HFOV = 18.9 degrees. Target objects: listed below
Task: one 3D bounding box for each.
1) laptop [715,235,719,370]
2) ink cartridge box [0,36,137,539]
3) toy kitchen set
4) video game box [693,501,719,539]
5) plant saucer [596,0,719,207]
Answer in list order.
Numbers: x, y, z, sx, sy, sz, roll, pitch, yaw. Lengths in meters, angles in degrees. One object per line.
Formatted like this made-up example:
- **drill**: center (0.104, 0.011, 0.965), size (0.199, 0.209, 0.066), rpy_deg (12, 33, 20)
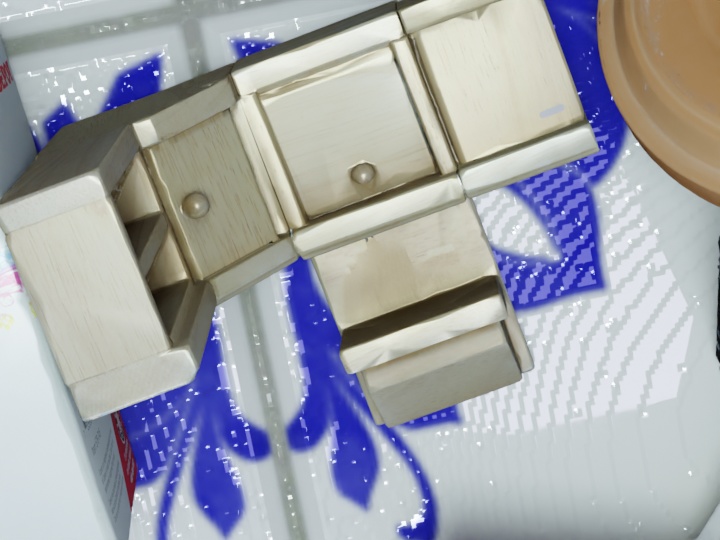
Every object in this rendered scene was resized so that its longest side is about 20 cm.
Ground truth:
- **laptop**: center (0.241, 0.038, 0.862), size (0.177, 0.200, 0.103), rpy_deg (-18, 64, 0)
- **ink cartridge box**: center (-0.181, 0.022, 0.814), size (0.145, 0.145, 0.200), rpy_deg (-16, 100, 0)
- **toy kitchen set**: center (0.000, 0.000, 0.802), size (0.200, 0.180, 0.163), rpy_deg (-20, 102, 5)
- **video game box**: center (0.254, 0.088, 0.852), size (0.200, 0.047, 0.182), rpy_deg (13, 131, -12)
- **plant saucer**: center (0.181, -0.112, 0.801), size (0.200, 0.200, 0.032), rpy_deg (-40, 143, 4)
